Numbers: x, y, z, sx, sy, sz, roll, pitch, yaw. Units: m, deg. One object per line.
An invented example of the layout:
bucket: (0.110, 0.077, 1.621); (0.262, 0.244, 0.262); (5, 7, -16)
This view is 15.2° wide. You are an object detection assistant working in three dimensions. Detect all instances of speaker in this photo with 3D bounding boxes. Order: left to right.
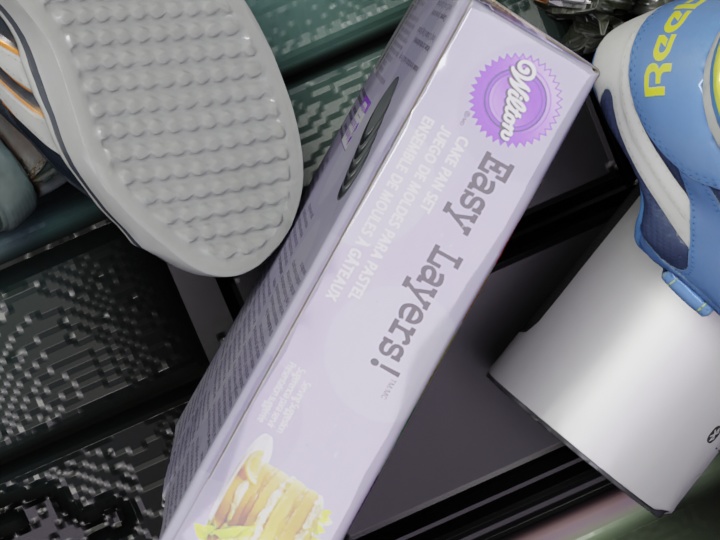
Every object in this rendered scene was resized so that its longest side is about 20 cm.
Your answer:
speaker: (0.135, -0.017, 0.920); (0.081, 0.081, 0.200); (38, 92, -11)

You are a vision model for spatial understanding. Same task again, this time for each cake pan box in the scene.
cake pan box: (0.000, 0.000, 0.844); (0.052, 0.200, 0.185); (30, 94, -6)

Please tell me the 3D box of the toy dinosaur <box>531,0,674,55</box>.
toy dinosaur: (0.059, -0.118, 0.862); (0.200, 0.135, 0.102); (43, 111, 29)

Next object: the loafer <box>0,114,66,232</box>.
loafer: (-0.155, -0.108, 0.881); (0.063, 0.072, 0.200); (-40, 109, -19)

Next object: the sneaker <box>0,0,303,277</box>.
sneaker: (-0.094, -0.084, 0.838); (0.078, 0.079, 0.200); (-45, 118, -22)

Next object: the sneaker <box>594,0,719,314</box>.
sneaker: (0.139, -0.008, 0.843); (0.074, 0.082, 0.200); (-47, 123, -27)
